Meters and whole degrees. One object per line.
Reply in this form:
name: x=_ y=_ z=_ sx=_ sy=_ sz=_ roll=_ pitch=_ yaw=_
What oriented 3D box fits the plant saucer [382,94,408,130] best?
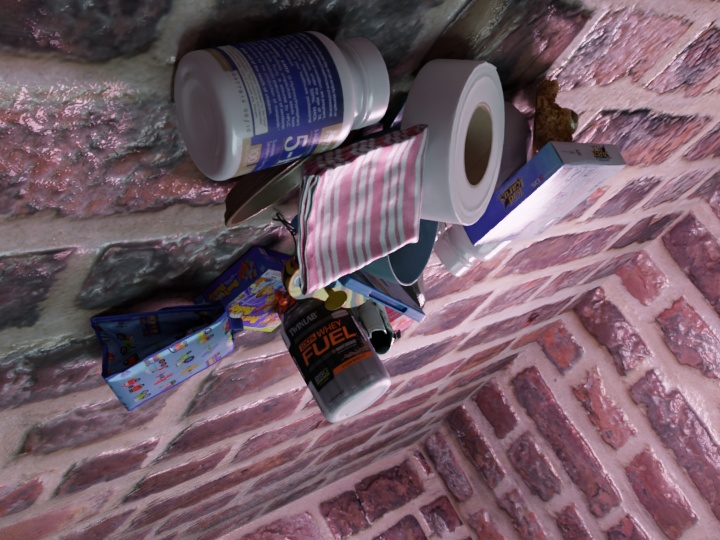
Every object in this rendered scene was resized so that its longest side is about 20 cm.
plant saucer: x=0.113 y=-0.226 z=1.112 sx=0.197 sy=0.019 sz=0.070 roll=-16 pitch=154 yaw=-39

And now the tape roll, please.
tape roll: x=0.120 y=-0.163 z=1.015 sx=0.202 sy=0.069 sz=0.207 roll=-31 pitch=126 yaw=-56

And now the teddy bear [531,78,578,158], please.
teddy bear: x=0.302 y=-0.218 z=1.251 sx=0.065 sy=0.149 sz=0.200 roll=2 pitch=164 yaw=10

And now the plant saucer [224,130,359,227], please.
plant saucer: x=-0.085 y=-0.120 z=0.943 sx=0.199 sy=0.030 sz=0.200 roll=-38 pitch=-178 yaw=1

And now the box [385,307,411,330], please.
box: x=0.001 y=0.101 z=1.580 sx=0.197 sy=0.096 sz=0.103 roll=-29 pitch=161 yaw=-13

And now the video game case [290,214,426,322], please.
video game case: x=0.000 y=0.000 z=1.120 sx=0.018 sy=0.143 sz=0.199 roll=-48 pitch=143 yaw=11

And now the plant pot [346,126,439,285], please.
plant pot: x=0.014 y=-0.090 z=1.057 sx=0.132 sy=0.205 sz=0.199 roll=7 pitch=176 yaw=25

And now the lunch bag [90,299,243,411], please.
lunch bag: x=-0.260 y=0.108 z=1.135 sx=0.196 sy=0.096 sz=0.151 roll=-17 pitch=157 yaw=-11

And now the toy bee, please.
toy bee: x=-0.074 y=0.008 z=1.173 sx=0.109 sy=0.198 sz=0.131 roll=-51 pitch=-165 yaw=10

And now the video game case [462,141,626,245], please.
video game case: x=0.276 y=-0.116 z=1.211 sx=0.179 sy=0.046 sz=0.200 roll=-9 pitch=154 yaw=-44

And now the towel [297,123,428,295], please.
towel: x=0.008 y=-0.069 z=0.879 sx=0.198 sy=0.030 sz=0.149 roll=-26 pitch=131 yaw=-40

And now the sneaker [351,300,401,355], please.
sneaker: x=0.012 y=0.041 z=1.309 sx=0.072 sy=0.118 sz=0.204 roll=-22 pitch=118 yaw=-8

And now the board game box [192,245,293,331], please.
board game box: x=-0.152 y=0.034 z=1.257 sx=0.134 sy=0.045 sz=0.199 roll=-39 pitch=160 yaw=14

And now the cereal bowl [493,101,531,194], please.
cereal bowl: x=0.201 y=-0.156 z=1.248 sx=0.200 sy=0.083 sz=0.201 roll=-44 pitch=161 yaw=-19

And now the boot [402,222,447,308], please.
boot: x=0.107 y=-0.031 z=1.368 sx=0.131 sy=0.067 sz=0.202 roll=-45 pitch=141 yaw=-19

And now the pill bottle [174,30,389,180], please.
pill bottle: x=-0.073 y=-0.171 z=0.794 sx=0.197 sy=0.121 sz=0.120 roll=-21 pitch=157 yaw=-31

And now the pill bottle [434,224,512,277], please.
pill bottle: x=0.231 y=-0.084 z=1.482 sx=0.199 sy=0.116 sz=0.114 roll=-40 pitch=159 yaw=18

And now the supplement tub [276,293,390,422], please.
supplement tub: x=-0.047 y=0.123 z=1.260 sx=0.121 sy=0.202 sz=0.123 roll=-28 pitch=160 yaw=-11
